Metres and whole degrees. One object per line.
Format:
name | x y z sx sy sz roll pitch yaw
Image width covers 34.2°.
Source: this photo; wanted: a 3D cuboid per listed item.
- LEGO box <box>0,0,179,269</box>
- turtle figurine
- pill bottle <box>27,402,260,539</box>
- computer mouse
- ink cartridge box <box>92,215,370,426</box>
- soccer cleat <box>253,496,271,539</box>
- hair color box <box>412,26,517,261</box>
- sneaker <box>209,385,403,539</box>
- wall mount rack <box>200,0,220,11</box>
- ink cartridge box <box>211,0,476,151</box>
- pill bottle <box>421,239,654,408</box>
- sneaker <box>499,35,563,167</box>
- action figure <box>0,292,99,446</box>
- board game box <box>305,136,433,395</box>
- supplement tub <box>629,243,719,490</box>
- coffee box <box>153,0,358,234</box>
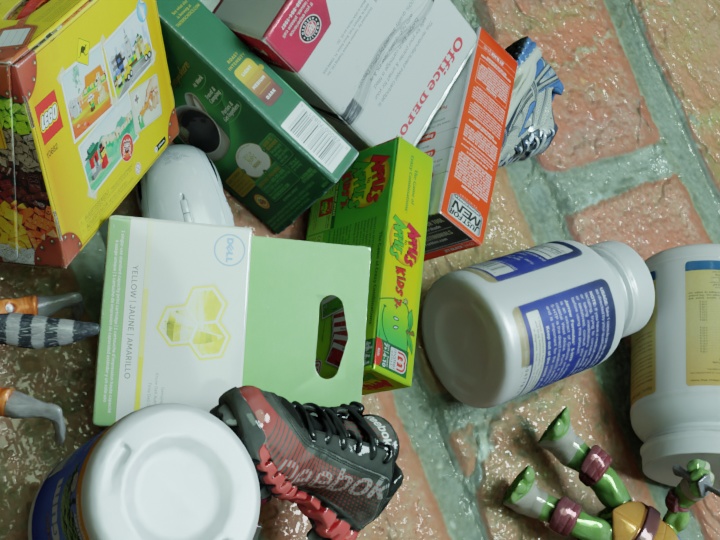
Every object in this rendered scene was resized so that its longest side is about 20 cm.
LEGO box | -0.209 -0.119 0.819 0.076 0.150 0.201 5 34 15
turtle figurine | 0.229 0.209 0.985 0.193 0.145 0.200 35 12 7
pill bottle | -0.152 0.161 0.760 0.111 0.200 0.113 11 66 -26
computer mouse | -0.133 -0.024 0.907 0.108 0.044 0.202 -15 63 -9
ink cartridge box | -0.087 0.043 0.842 0.197 0.048 0.148 5 86 -12
soccer cleat | -0.106 0.125 0.891 0.085 0.070 0.202 16 59 -11
hair color box | 0.072 -0.111 1.054 0.061 0.101 0.202 35 57 -33
sneaker | -0.028 0.122 0.810 0.097 0.201 0.071 -36 49 1
wall mount rack | -0.136 -0.288 0.996 0.198 0.075 0.176 21 77 -12
ink cartridge box | -0.008 -0.202 0.983 0.146 0.083 0.200 -58 137 -7
pill bottle | 0.164 0.039 1.044 0.198 0.120 0.121 -15 79 -33
sneaker | 0.151 -0.137 1.133 0.085 0.077 0.201 39 57 -17
action figure | -0.281 0.014 0.802 0.192 0.104 0.202 19 60 -24
board game box | 0.000 0.000 0.965 0.047 0.101 0.202 27 60 -40
supplement tub | 0.327 0.092 1.104 0.143 0.144 0.202 18 64 -23
coffee box | -0.106 -0.128 0.948 0.200 0.123 0.044 42 58 -8
